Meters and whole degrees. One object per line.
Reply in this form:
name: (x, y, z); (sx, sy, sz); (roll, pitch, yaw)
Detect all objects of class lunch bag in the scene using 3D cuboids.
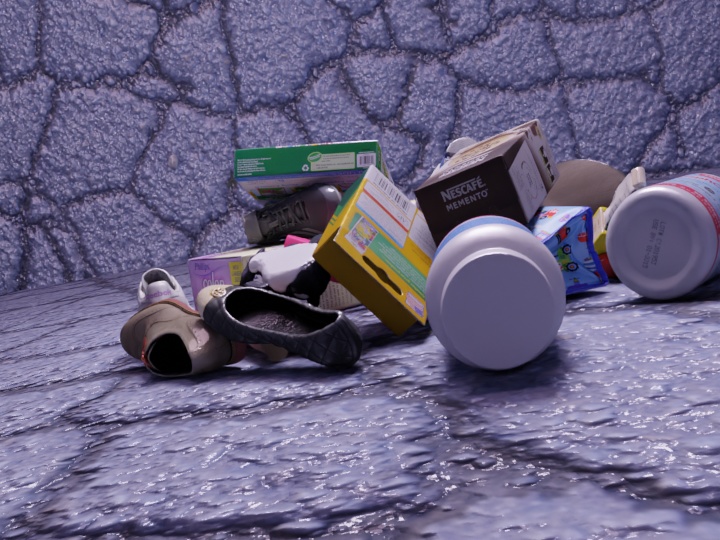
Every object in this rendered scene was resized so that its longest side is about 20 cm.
lunch bag: (0.146, 0.004, 0.980); (0.197, 0.096, 0.150); (-24, 13, -24)

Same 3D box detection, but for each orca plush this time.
orca plush: (-0.079, 0.019, 0.982); (0.105, 0.072, 0.198); (-40, 18, -34)

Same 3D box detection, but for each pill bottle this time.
pill bottle: (0.107, 0.016, 0.716); (0.110, 0.115, 0.200); (-8, 5, 8)
pill bottle: (0.340, -0.042, 0.917); (0.107, 0.111, 0.198); (-5, 7, 38)

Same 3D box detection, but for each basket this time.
basket: (0.263, -0.067, 1.209); (0.178, 0.139, 0.198); (14, 23, 39)

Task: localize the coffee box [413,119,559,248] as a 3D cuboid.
coffee box: (0.151, -0.101, 1.023); (0.111, 0.081, 0.200); (-19, 12, 27)

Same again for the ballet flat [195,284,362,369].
ballet flat: (-0.079, 0.039, 0.830); (0.197, 0.058, 0.067); (13, 44, 33)

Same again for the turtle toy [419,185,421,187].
turtle toy: (0.171, -0.068, 1.420); (0.197, 0.149, 0.101); (-14, 29, -30)

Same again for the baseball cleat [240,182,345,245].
baseball cleat: (-0.099, -0.066, 1.205); (0.105, 0.071, 0.199); (-20, 0, -30)

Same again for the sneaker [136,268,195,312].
sneaker: (-0.236, 0.044, 1.098); (0.073, 0.102, 0.200); (-12, 5, -11)

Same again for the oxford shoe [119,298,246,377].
oxford shoe: (-0.206, 0.073, 0.922); (0.197, 0.072, 0.074); (-6, 12, 45)

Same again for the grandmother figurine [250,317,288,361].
grandmother figurine: (-0.112, 0.058, 0.975); (0.119, 0.062, 0.199); (-2, 4, -30)

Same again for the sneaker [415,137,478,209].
sneaker: (0.119, -0.068, 1.198); (0.079, 0.204, 0.115); (13, -9, -11)

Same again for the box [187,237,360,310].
box: (-0.108, 0.013, 1.213); (0.197, 0.099, 0.174); (-12, 6, -34)

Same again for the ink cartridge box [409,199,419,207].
ink cartridge box: (0.098, -0.046, 1.290); (0.196, 0.120, 0.067); (-16, 7, -23)

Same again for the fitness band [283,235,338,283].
fitness band: (0.000, 0.000, 1.079); (0.196, 0.038, 0.144); (17, 2, -6)

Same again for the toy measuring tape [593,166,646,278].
toy measuring tape: (0.303, -0.047, 1.014); (0.072, 0.075, 0.201); (-11, -27, -16)

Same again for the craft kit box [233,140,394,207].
craft kit box: (-0.058, -0.126, 1.241); (0.195, 0.050, 0.198); (-2, -13, 8)

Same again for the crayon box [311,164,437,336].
crayon box: (0.023, -0.019, 0.938); (0.052, 0.125, 0.201); (-42, 12, 27)
